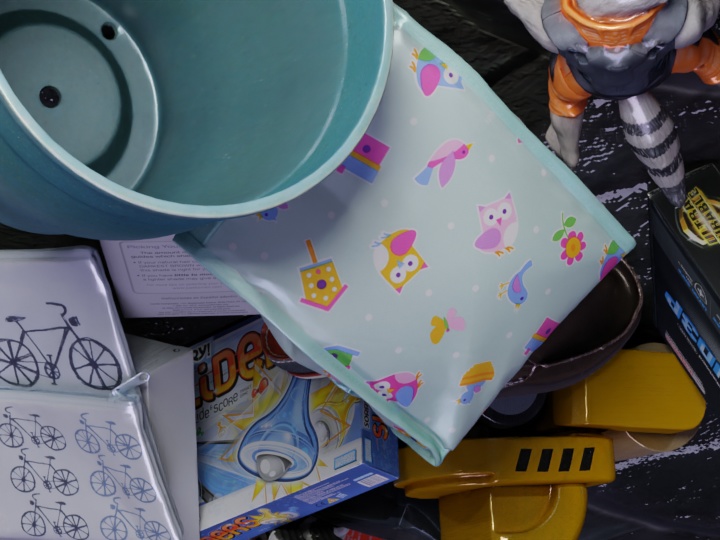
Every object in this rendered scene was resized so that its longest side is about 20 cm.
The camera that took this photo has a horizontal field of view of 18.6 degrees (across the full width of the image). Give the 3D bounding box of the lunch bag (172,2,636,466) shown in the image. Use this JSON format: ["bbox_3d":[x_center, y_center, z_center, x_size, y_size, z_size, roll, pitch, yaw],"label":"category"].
[{"bbox_3d":[0.014,-0.025,1.128,0.170,0.122,0.200,-49,128,-2],"label":"lunch bag"}]

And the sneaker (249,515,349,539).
[{"bbox_3d":[-0.047,0.197,1.439,0.073,0.080,0.200,14,-174,-5],"label":"sneaker"}]

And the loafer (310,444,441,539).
[{"bbox_3d":[0.036,0.148,1.448,0.200,0.073,0.072,22,162,-25],"label":"loafer"}]

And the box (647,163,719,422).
[{"bbox_3d":[0.234,0.058,1.265,0.046,0.200,0.159,-27,150,-6],"label":"box"}]

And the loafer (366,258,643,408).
[{"bbox_3d":[0.093,0.034,1.280,0.200,0.073,0.071,-22,162,-31],"label":"loafer"}]

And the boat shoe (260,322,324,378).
[{"bbox_3d":[0.000,0.000,1.283,0.062,0.071,0.200,8,146,-42],"label":"boat shoe"}]

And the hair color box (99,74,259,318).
[{"bbox_3d":[-0.097,-0.047,1.220,0.099,0.061,0.200,-2,150,3],"label":"hair color box"}]

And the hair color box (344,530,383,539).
[{"bbox_3d":[-0.036,0.209,1.596,0.199,0.064,0.111,10,164,7],"label":"hair color box"}]

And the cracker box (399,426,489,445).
[{"bbox_3d":[0.019,0.113,1.497,0.199,0.058,0.134,16,145,-27],"label":"cracker box"}]

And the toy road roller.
[{"bbox_3d":[0.115,0.122,1.384,0.199,0.147,0.123,2,169,-25],"label":"toy road roller"}]

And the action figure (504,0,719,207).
[{"bbox_3d":[0.155,-0.115,1.066,0.199,0.105,0.193,-7,159,15],"label":"action figure"}]

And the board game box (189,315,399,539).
[{"bbox_3d":[-0.060,0.095,1.389,0.200,0.136,0.034,-27,142,37],"label":"board game box"}]

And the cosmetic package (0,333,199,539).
[{"bbox_3d":[-0.175,0.133,1.378,0.150,0.052,0.201,13,114,31],"label":"cosmetic package"}]

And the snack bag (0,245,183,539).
[{"bbox_3d":[-0.204,0.074,1.314,0.188,0.021,0.201,0,115,31],"label":"snack bag"}]

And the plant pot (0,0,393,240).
[{"bbox_3d":[-0.116,-0.099,1.013,0.199,0.201,0.188,16,160,-25],"label":"plant pot"}]
